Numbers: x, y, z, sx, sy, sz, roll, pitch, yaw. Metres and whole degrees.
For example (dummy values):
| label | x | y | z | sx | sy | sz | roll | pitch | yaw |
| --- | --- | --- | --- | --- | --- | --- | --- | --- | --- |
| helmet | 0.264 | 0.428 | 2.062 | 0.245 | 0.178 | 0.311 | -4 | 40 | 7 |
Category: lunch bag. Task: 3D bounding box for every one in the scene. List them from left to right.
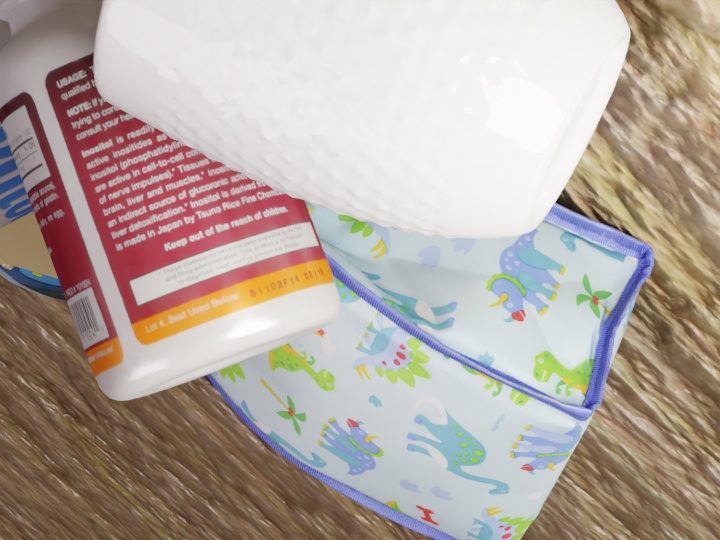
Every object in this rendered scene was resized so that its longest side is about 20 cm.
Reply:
| label | x | y | z | sx | sy | sz | roll | pitch | yaw |
| --- | --- | --- | --- | --- | --- | --- | --- | --- | --- |
| lunch bag | 0.016 | 0.026 | 1.331 | 0.200 | 0.128 | 0.170 | 22 | 145 | 1 |

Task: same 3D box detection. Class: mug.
| label | x | y | z | sx | sy | sz | roll | pitch | yaw |
| --- | --- | --- | --- | --- | --- | --- | --- | --- | --- |
| mug | 0.007 | -0.082 | 1.107 | 0.175 | 0.148 | 0.200 | 27 | 158 | 10 |

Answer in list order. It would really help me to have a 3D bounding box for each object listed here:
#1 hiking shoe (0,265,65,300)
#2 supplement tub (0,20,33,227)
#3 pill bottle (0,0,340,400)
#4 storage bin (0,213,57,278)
| label | x | y | z | sx | sy | sz | roll | pitch | yaw |
| --- | --- | --- | --- | --- | --- | --- | --- | --- | --- |
| hiking shoe | -0.232 | -0.044 | 1.895 | 0.087 | 0.074 | 0.200 | 21 | 156 | 50 |
| supplement tub | -0.175 | -0.092 | 1.341 | 0.132 | 0.200 | 0.132 | 62 | 178 | 3 |
| pill bottle | -0.092 | -0.054 | 1.211 | 0.113 | 0.113 | 0.200 | 150 | 100 | -73 |
| storage bin | -0.205 | -0.085 | 1.691 | 0.199 | 0.094 | 0.200 | 49 | 162 | -28 |
